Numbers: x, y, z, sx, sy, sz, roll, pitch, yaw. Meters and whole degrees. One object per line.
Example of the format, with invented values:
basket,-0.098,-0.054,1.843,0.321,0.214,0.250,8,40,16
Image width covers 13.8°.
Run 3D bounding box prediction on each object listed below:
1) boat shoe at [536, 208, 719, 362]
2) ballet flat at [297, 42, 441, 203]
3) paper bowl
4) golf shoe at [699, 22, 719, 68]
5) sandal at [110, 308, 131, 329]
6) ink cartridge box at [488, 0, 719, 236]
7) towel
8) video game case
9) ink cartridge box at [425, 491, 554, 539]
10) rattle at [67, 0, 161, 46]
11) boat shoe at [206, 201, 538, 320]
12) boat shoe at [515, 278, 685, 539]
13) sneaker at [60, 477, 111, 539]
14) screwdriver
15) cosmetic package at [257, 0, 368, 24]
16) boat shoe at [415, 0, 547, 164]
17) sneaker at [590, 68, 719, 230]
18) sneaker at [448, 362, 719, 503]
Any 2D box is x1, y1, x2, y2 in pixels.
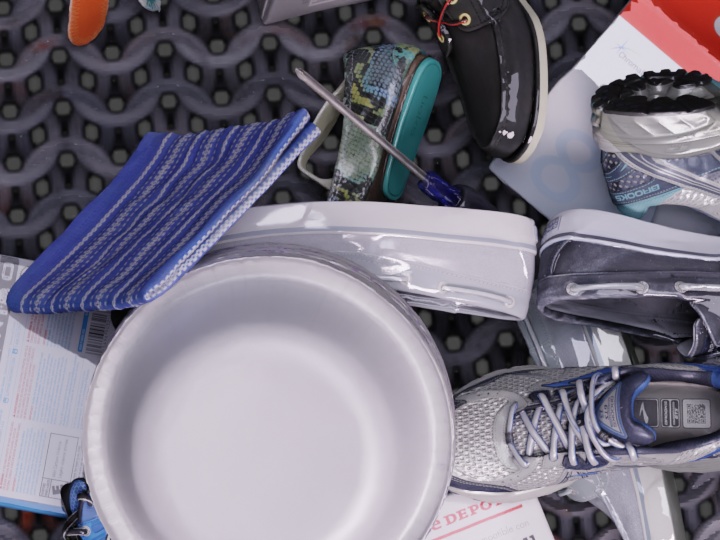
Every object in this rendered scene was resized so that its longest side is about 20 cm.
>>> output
boat shoe,0.197,0.019,1.666,0.200,0.072,0.068,12,60,-3
ballet flat,-0.009,-0.038,1.735,0.074,0.074,0.200,18,78,-3
paper bowl,-0.049,0.089,1.586,0.200,0.104,0.201,0,97,2
golf shoe,0.230,-0.114,1.745,0.088,0.077,0.200,-7,72,-45
sandal,-0.052,0.057,1.682,0.200,0.075,0.045,26,37,7
ink cartridge box,0.194,-0.080,1.705,0.160,0.047,0.200,41,124,2
towel,-0.115,-0.031,1.645,0.024,0.200,0.145,49,67,-17
video game case,-0.243,0.056,1.713,0.200,0.018,0.143,11,81,-4
ink cartridge box,0.058,0.186,1.697,0.117,0.067,0.200,-21,84,-9
rattle,-0.161,-0.247,1.712,0.130,0.143,0.200,1,74,-24
boat shoe,0.000,0.000,1.661,0.200,0.072,0.069,3,82,-16
boat shoe,0.136,0.097,1.727,0.071,0.070,0.201,-18,84,10
sneaker,-0.138,0.161,1.677,0.089,0.079,0.200,26,71,-7
screwdriver,0.025,-0.061,1.704,0.200,0.029,0.028,36,70,-32
cosmetic package,-0.035,-0.258,1.740,0.090,0.107,0.200,-13,81,-8
boat shoe,0.061,-0.155,1.734,0.063,0.074,0.202,3,66,-33
sneaker,0.230,-0.065,1.661,0.200,0.078,0.086,2,120,14
sneaker,0.130,0.080,1.646,0.200,0.085,0.077,-9,80,-4
